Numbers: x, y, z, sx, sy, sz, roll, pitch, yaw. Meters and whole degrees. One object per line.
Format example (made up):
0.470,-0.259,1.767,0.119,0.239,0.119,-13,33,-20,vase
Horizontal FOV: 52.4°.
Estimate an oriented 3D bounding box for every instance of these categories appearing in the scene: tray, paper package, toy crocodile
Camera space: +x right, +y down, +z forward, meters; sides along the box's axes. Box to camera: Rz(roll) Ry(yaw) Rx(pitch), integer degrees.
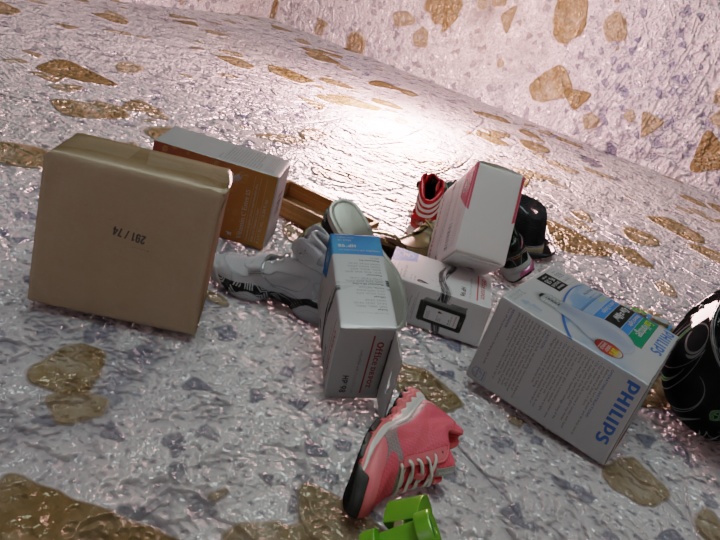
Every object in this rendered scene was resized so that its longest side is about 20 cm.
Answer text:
-0.076,-0.100,1.300,0.198,0.037,0.098,25,26,20,tray
-0.265,-0.043,0.855,0.197,0.193,0.104,13,19,-10,paper package
0.043,0.257,0.583,0.067,0.062,0.201,-23,27,8,toy crocodile

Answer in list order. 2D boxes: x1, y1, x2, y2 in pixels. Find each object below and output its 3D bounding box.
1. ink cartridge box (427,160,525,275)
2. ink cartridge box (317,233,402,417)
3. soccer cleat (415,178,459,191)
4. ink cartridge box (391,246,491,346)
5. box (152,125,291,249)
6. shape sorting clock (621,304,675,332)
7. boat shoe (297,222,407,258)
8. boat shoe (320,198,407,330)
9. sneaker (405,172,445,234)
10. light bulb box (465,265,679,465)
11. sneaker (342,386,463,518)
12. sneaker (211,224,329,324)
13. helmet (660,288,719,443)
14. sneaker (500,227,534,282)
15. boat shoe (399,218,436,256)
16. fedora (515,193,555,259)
0.176,-0.070,1.163,0.082,0.148,0.200,16,-10,-5,ink cartridge box
-0.006,0.065,0.851,0.066,0.117,0.201,4,40,-11,ink cartridge box
0.221,-0.178,1.607,0.198,0.082,0.068,16,23,-1,soccer cleat
0.130,0.043,1.086,0.198,0.069,0.116,19,24,3,ink cartridge box
-0.225,-0.132,1.157,0.198,0.126,0.098,16,24,0,box
0.494,0.111,1.217,0.197,0.040,0.201,14,24,-6,shape sorting clock
-0.005,-0.032,1.153,0.198,0.073,0.068,4,25,-33,boat shoe
0.000,0.000,1.015,0.073,0.060,0.202,-22,78,-30,boat shoe
0.144,-0.137,1.424,0.077,0.117,0.200,17,24,1,sneaker
0.279,0.112,0.951,0.199,0.126,0.198,32,27,23,light bulb box
0.051,0.183,0.725,0.086,0.074,0.200,25,25,15,sneaker
-0.104,-0.011,0.988,0.198,0.116,0.075,20,23,8,sneaker
0.502,0.134,0.984,0.197,0.191,0.202,1,61,-1,helmet
0.261,-0.068,1.353,0.080,0.087,0.200,-27,32,-2,sneaker
0.129,-0.059,1.307,0.074,0.067,0.199,32,28,32,boat shoe
0.323,-0.104,1.498,0.198,0.093,0.201,15,24,-7,fedora
